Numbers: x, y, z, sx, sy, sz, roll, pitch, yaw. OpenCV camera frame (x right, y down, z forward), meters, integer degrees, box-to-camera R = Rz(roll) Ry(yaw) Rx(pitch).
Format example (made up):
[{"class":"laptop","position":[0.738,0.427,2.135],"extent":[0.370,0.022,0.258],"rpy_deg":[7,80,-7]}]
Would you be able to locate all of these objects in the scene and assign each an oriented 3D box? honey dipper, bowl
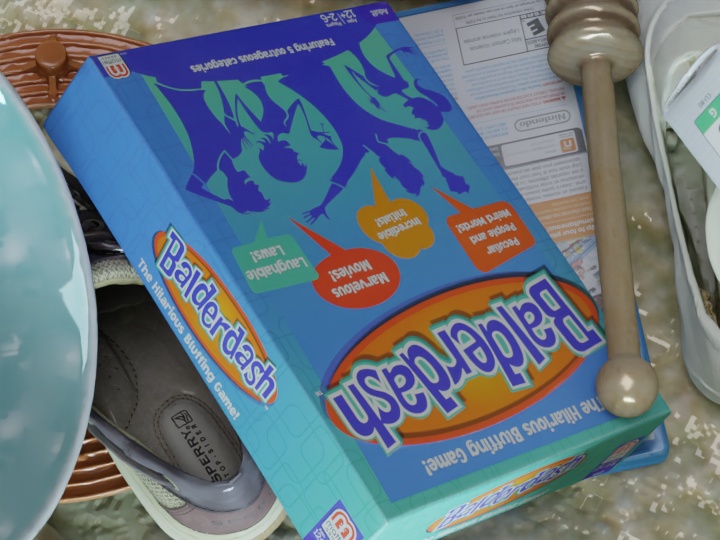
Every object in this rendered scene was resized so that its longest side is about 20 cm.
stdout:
[{"class":"honey dipper","position":[0.091,-0.036,0.944],"extent":[0.038,0.038,0.200],"rpy_deg":[-3,57,4]},{"class":"bowl","position":[-0.191,0.014,0.825],"extent":[0.105,0.201,0.201],"rpy_deg":[-13,68,34]}]

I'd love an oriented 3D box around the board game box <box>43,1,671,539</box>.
[{"class":"board game box","position":[0.000,0.000,0.915],"extent":[0.152,0.045,0.200],"rpy_deg":[-17,66,-43]}]

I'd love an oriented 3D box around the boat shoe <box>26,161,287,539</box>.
[{"class":"boat shoe","position":[-0.095,0.014,0.915],"extent":[0.072,0.065,0.200],"rpy_deg":[-34,72,-16]}]

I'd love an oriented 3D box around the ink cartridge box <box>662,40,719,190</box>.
[{"class":"ink cartridge box","position":[0.224,-0.010,0.914],"extent":[0.161,0.050,0.200],"rpy_deg":[-17,63,-42]}]

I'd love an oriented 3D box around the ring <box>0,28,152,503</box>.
[{"class":"ring","position":[-0.118,-0.008,0.970],"extent":[0.200,0.019,0.200],"rpy_deg":[1,67,-2]}]

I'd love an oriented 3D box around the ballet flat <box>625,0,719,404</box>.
[{"class":"ballet flat","position":[0.141,-0.047,0.969],"extent":[0.069,0.069,0.200],"rpy_deg":[-7,71,3]}]

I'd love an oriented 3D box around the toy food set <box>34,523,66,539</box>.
[{"class":"toy food set","position":[-0.117,0.185,0.919],"extent":[0.200,0.060,0.144],"rpy_deg":[40,79,16]}]

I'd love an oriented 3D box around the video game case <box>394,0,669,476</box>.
[{"class":"video game case","position":[0.029,-0.008,0.991],"extent":[0.143,0.018,0.200],"rpy_deg":[-11,71,1]}]
